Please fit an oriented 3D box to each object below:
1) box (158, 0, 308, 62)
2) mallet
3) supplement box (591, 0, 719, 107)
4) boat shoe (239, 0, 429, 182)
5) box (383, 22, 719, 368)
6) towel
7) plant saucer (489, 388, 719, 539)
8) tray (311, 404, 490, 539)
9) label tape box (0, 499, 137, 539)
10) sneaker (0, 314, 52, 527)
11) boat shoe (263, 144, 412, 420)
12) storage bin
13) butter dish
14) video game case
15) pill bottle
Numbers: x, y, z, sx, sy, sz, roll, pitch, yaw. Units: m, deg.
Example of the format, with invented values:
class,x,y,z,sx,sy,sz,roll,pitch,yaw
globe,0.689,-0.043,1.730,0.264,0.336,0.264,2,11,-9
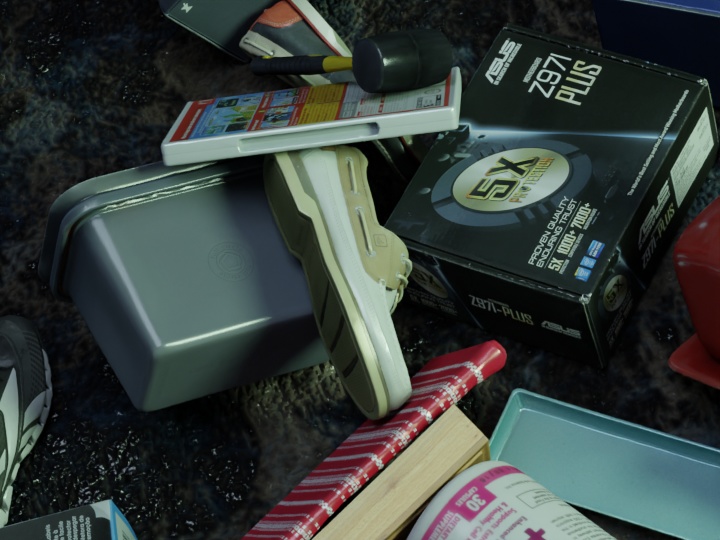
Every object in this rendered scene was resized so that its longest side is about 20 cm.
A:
class,x,y,z,sx,sy,sz,roll,pitch,yaw
box,-0.086,-0.301,1.811,0.200,0.104,0.183,-43,51,18
mallet,-0.024,-0.145,1.650,0.066,0.041,0.199,-13,10,-42
supplement box,0.258,-0.234,1.706,0.109,0.109,0.201,13,61,24
boat shoe,-0.018,-0.128,1.737,0.062,0.071,0.200,-40,59,1
box,0.135,-0.055,1.633,0.163,0.086,0.201,19,64,27
towel,0.007,0.120,1.531,0.200,0.145,0.023,-42,93,-14
plant saucer,0.178,0.135,1.533,0.199,0.019,0.070,15,62,26
tray,0.002,0.176,1.492,0.200,0.099,0.037,-44,75,-9
label tape box,-0.242,0.249,1.546,0.199,0.066,0.144,-14,54,4
sneaker,-0.267,0.107,1.634,0.066,0.091,0.201,3,57,16
boat shoe,0.000,0.000,1.552,0.068,0.075,0.201,-14,69,-19
storage bin,-0.106,0.013,1.623,0.199,0.146,0.135,-14,60,-25
butter dish,0.279,-0.025,1.494,0.200,0.148,0.199,-35,15,-9
video game case,-0.030,-0.107,1.615,0.199,0.018,0.143,-7,15,5
pill bottle,0.128,0.213,1.433,0.200,0.114,0.113,34,71,32
